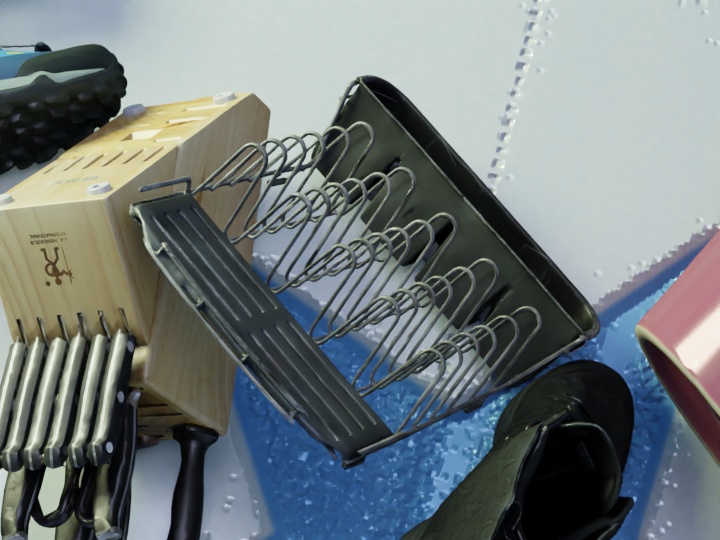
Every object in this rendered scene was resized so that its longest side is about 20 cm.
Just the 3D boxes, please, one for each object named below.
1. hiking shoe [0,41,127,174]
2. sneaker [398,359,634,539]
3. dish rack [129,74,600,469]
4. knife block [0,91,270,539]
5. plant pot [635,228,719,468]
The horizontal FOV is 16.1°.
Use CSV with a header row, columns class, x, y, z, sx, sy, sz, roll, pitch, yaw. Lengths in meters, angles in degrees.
class,x,y,z,sx,sy,sz,roll,pitch,yaw
hiking shoe,-0.202,-0.085,1.101,0.200,0.074,0.087,-9,70,-9
sneaker,0.077,0.087,1.013,0.060,0.104,0.200,50,49,-3
dish rack,0.000,0.000,1.042,0.153,0.055,0.200,48,26,12
knife block,-0.089,0.036,1.067,0.064,0.176,0.200,-4,20,26
plant pot,0.221,0.022,1.050,0.179,0.200,0.200,-37,75,-2
